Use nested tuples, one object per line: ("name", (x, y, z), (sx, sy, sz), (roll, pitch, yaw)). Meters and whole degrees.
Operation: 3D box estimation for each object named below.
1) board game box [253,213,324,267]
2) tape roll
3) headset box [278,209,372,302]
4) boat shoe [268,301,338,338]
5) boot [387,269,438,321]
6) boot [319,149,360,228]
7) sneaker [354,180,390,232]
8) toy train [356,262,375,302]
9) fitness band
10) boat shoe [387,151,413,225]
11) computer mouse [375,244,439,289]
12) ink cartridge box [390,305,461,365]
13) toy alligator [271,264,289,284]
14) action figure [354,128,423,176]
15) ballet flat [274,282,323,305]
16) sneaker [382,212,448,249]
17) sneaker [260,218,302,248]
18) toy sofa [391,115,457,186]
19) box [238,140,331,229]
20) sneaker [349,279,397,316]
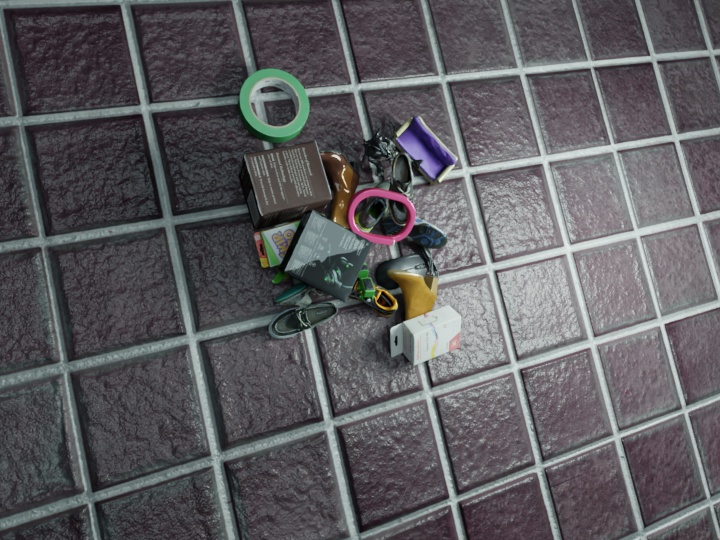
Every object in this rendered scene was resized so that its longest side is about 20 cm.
("board game box", (-0.178, -0.079, 1.490), (0.197, 0.030, 0.097), (-18, 102, -17))
("tape roll", (-0.246, -0.467, 1.585), (0.197, 0.048, 0.204), (3, 81, -17))
("headset box", (-0.085, -0.035, 1.457), (0.198, 0.093, 0.176), (26, 86, -17))
("boat shoe", (-0.153, 0.126, 1.508), (0.198, 0.071, 0.073), (-22, 89, -19))
("boot", (0.142, 0.079, 1.580), (0.199, 0.070, 0.146), (11, 93, -39))
("boot", (-0.075, -0.222, 1.566), (0.188, 0.068, 0.203), (22, 72, -56))
("sneaker", (0.052, -0.188, 1.607), (0.074, 0.081, 0.201), (37, 56, -15))
("toy train", (0.000, 0.000, 1.538), (0.041, 0.057, 0.202), (-3, 48, -18))
("fitness band", (0.056, -0.146, 1.518), (0.197, 0.037, 0.146), (9, 107, -20))
("boat shoe", (0.113, -0.228, 1.561), (0.071, 0.068, 0.204), (1, 93, -2))
("computer mouse", (0.138, -0.009, 1.635), (0.198, 0.053, 0.140), (-20, 89, -20))
("ink cartridge box", (0.184, 0.190, 1.582), (0.197, 0.068, 0.118), (-18, 126, -19))
("toy alligator", (-0.164, -0.027, 1.535), (0.198, 0.059, 0.055), (-28, 90, -20))
("action figure", (0.077, -0.331, 1.639), (0.198, 0.102, 0.120), (30, 87, 1))
("ballet flat", (-0.140, 0.051, 1.529), (0.200, 0.072, 0.072), (-39, 94, -18))
("sneaker", (0.166, -0.128, 1.634), (0.198, 0.076, 0.077), (23, 34, -3))
("sneaker", (-0.187, -0.091, 1.528), (0.198, 0.074, 0.080), (-17, 82, -20))
("toy sofa", (0.190, -0.360, 1.684), (0.200, 0.097, 0.083), (46, 71, -7))
("box", (-0.206, -0.225, 1.497), (0.197, 0.166, 0.167), (-16, 86, -20))
("sneaker", (0.024, 0.059, 1.574), (0.198, 0.077, 0.079), (29, 76, -10))
